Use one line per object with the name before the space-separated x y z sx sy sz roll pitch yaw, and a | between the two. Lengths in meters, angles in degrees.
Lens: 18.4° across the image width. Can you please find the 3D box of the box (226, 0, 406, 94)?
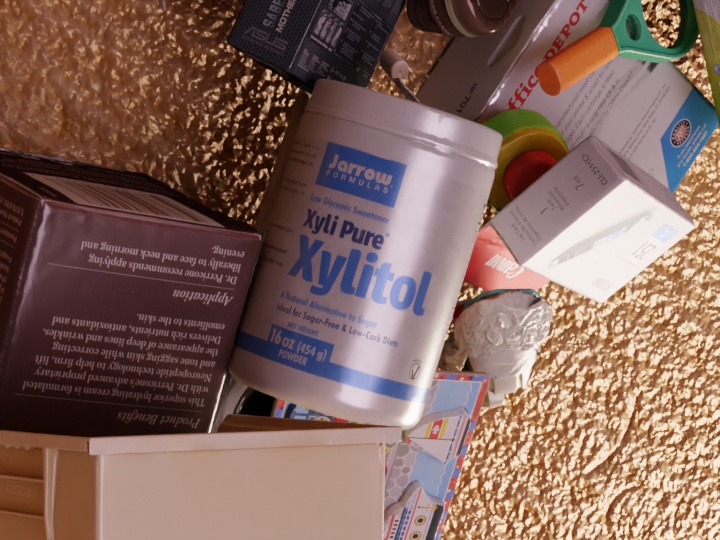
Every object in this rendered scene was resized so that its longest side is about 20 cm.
box | -0.012 -0.195 1.461 0.158 0.051 0.200 -65 168 2

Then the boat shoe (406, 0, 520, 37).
boat shoe | 0.093 -0.237 1.578 0.202 0.075 0.075 -50 121 -40

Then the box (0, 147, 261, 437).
box | -0.192 0.038 1.409 0.166 0.164 0.200 10 100 -38

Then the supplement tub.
supplement tub | 0.003 -0.009 1.416 0.132 0.132 0.200 15 92 -38

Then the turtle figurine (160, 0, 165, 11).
turtle figurine | -0.066 -0.263 1.444 0.150 0.101 0.200 1 99 -36

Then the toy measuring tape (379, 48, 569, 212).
toy measuring tape | 0.090 -0.099 1.519 0.074 0.074 0.200 -51 129 -11

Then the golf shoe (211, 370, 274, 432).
golf shoe | -0.049 0.055 1.562 0.078 0.097 0.200 39 80 -36

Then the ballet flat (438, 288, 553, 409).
ballet flat | 0.099 0.063 1.604 0.072 0.200 0.072 1 76 -5

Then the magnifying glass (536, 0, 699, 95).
magnifying glass | 0.188 -0.171 1.587 0.200 0.022 0.080 -33 109 -43

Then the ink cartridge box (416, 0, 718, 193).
ink cartridge box | 0.156 -0.118 1.654 0.200 0.086 0.147 39 82 -36

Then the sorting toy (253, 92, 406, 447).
sorting toy | 0.000 0.000 1.550 0.200 0.036 0.185 42 51 -36

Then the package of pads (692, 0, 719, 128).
package of pads | 0.296 -0.204 1.671 0.200 0.068 0.155 -72 149 -55

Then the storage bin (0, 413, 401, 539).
storage bin | -0.115 0.133 1.271 0.200 0.198 0.094 0 90 -36

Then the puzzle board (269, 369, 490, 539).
puzzle board | -0.003 0.154 1.548 0.150 0.017 0.200 5 119 -21

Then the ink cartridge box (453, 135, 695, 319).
ink cartridge box | 0.133 -0.008 1.558 0.176 0.045 0.200 -39 160 13
